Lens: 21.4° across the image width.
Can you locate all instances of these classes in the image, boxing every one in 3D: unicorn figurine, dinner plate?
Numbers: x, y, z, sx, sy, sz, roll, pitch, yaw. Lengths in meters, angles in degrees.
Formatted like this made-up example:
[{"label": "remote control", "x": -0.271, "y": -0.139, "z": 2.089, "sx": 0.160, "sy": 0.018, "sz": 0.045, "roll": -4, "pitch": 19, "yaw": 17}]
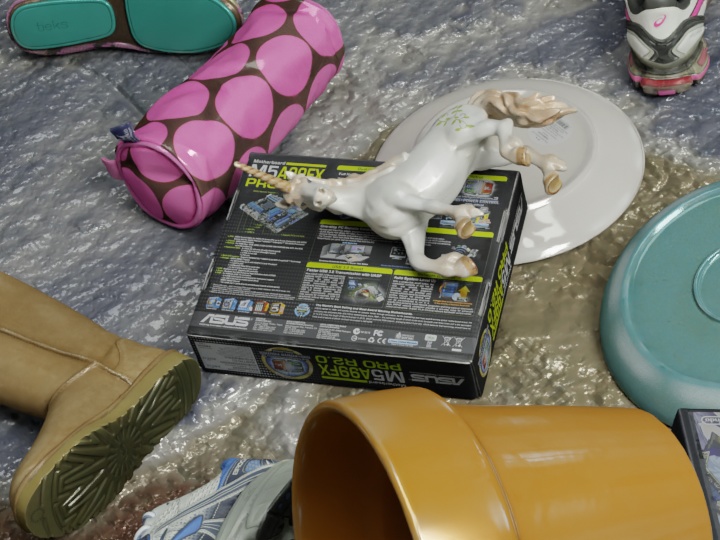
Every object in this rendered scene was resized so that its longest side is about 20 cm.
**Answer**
[{"label": "unicorn figurine", "x": 0.040, "y": -0.057, "z": 1.252, "sx": 0.199, "sy": 0.074, "sz": 0.137, "roll": -31, "pitch": 41, "yaw": -29}, {"label": "dinner plate", "x": 0.105, "y": -0.080, "z": 1.374, "sx": 0.198, "sy": 0.024, "sz": 0.201, "roll": -5, "pitch": 44, "yaw": 5}]

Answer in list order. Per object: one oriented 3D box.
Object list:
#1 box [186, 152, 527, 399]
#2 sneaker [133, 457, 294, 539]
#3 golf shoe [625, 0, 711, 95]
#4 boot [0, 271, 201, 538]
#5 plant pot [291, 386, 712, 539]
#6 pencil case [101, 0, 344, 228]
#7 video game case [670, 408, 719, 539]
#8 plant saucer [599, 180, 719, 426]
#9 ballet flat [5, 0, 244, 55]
[{"label": "box", "x": 0.000, "y": 0.000, "z": 1.283, "sx": 0.198, "sy": 0.044, "sz": 0.161, "roll": 4, "pitch": 54, "yaw": 17}, {"label": "sneaker", "x": -0.103, "y": 0.182, "z": 1.126, "sx": 0.085, "sy": 0.078, "sz": 0.200, "roll": 13, "pitch": 41, "yaw": 37}, {"label": "golf shoe", "x": 0.233, "y": -0.227, "z": 1.445, "sx": 0.072, "sy": 0.093, "sz": 0.201, "roll": -5, "pitch": 43, "yaw": 9}, {"label": "boot", "x": -0.228, "y": 0.082, "z": 1.254, "sx": 0.199, "sy": 0.067, "sz": 0.175, "roll": 20, "pitch": 40, "yaw": 28}, {"label": "plant pot", "x": 0.082, "y": 0.152, "z": 1.034, "sx": 0.182, "sy": 0.201, "sz": 0.201, "roll": -10, "pitch": 41, "yaw": -21}, {"label": "pencil case", "x": -0.099, "y": -0.124, "z": 1.420, "sx": 0.093, "sy": 0.091, "sz": 0.200, "roll": 9, "pitch": 44, "yaw": 40}, {"label": "video game case", "x": 0.285, "y": 0.153, "z": 1.058, "sx": 0.198, "sy": 0.026, "sz": 0.182, "roll": 3, "pitch": 44, "yaw": -7}, {"label": "plant saucer", "x": 0.244, "y": 0.013, "z": 1.209, "sx": 0.199, "sy": 0.027, "sz": 0.201, "roll": -14, "pitch": 50, "yaw": 17}, {"label": "ballet flat", "x": -0.188, "y": -0.212, "z": 1.549, "sx": 0.198, "sy": 0.070, "sz": 0.071, "roll": -3, "pitch": 25, "yaw": 10}]
